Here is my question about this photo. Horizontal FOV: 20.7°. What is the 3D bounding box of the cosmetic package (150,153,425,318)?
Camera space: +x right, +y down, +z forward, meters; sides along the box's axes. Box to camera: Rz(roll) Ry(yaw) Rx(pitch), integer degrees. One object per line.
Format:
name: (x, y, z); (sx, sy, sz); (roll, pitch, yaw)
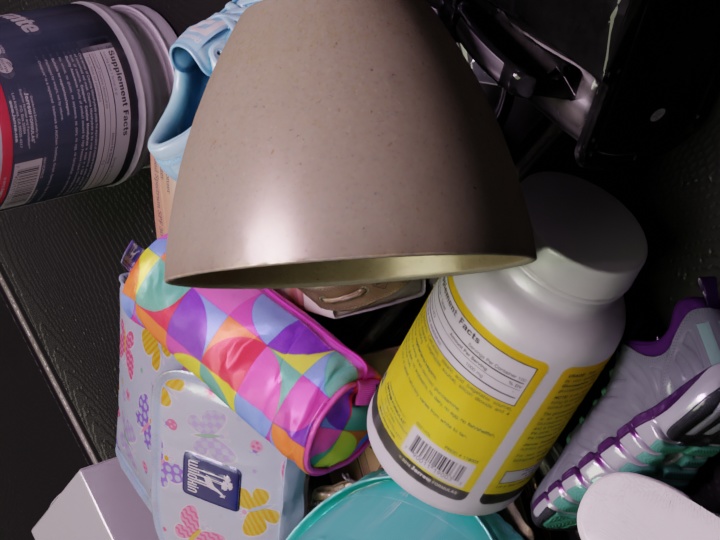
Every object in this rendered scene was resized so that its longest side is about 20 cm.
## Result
cosmetic package: (-0.053, -0.039, 1.363); (0.199, 0.087, 0.105); (13, 111, 48)

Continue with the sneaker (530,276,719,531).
sneaker: (0.166, 0.085, 1.174); (0.200, 0.074, 0.088); (-44, 47, 45)

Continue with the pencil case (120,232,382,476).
pencil case: (-0.072, 0.047, 1.287); (0.200, 0.088, 0.089); (39, 130, 27)

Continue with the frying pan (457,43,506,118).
frying pan: (0.072, -0.114, 1.235); (0.190, 0.031, 0.116); (45, 134, 36)

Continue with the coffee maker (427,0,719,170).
coffee maker: (0.116, -0.185, 1.096); (0.200, 0.134, 0.193); (41, 105, 33)

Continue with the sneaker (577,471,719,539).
sneaker: (0.220, 0.181, 1.131); (0.199, 0.076, 0.089); (29, 168, 19)

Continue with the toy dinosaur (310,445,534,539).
toy dinosaur: (0.034, 0.131, 1.316); (0.199, 0.047, 0.089); (-3, 116, 50)

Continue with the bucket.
bucket: (0.025, 0.237, 1.276); (0.206, 0.135, 0.209); (25, 139, 24)

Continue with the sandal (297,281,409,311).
sandal: (0.001, 0.000, 1.228); (0.080, 0.199, 0.058); (-152, 76, -74)

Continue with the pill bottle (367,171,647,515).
pill bottle: (0.089, 0.043, 1.179); (0.113, 0.112, 0.201); (50, 131, 26)

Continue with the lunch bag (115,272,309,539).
lunch bag: (-0.099, 0.110, 1.419); (0.200, 0.126, 0.171); (46, 139, 44)

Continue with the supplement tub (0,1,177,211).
supplement tub: (-0.238, -0.123, 1.468); (0.140, 0.199, 0.142); (20, 118, 45)

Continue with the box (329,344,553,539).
box: (0.044, 0.132, 1.358); (0.199, 0.021, 0.165); (-15, 90, 51)

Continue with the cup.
cup: (-0.010, -0.069, 1.054); (0.199, 0.199, 0.145); (-10, 83, 51)

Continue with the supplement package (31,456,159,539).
supplement package: (-0.152, 0.250, 1.559); (0.201, 0.119, 0.121); (61, 141, 15)

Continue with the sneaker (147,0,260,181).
sneaker: (-0.079, -0.147, 1.298); (0.073, 0.082, 0.202); (7, 73, 44)
